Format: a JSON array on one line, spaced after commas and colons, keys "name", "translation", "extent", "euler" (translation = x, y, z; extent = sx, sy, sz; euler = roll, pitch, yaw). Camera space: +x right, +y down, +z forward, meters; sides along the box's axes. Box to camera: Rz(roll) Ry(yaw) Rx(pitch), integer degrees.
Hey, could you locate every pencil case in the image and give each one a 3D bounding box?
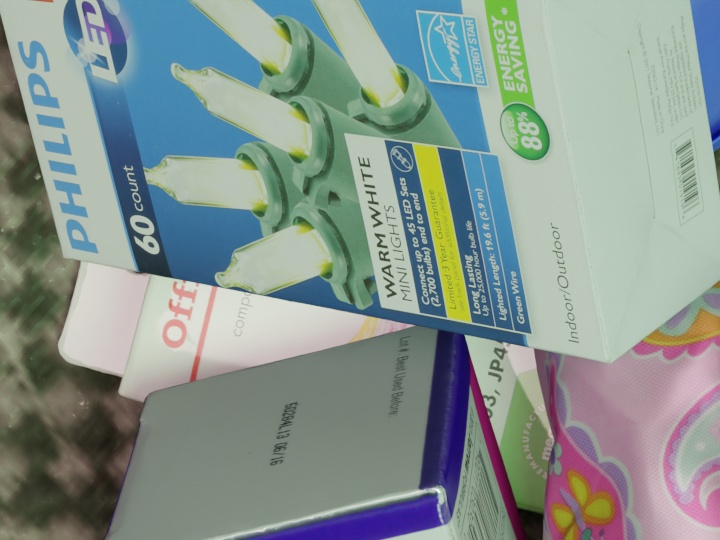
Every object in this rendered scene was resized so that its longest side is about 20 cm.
[{"name": "pencil case", "translation": [0.090, 0.089, 0.753], "extent": [0.087, 0.087, 0.201], "euler": [-6, 75, 12]}]

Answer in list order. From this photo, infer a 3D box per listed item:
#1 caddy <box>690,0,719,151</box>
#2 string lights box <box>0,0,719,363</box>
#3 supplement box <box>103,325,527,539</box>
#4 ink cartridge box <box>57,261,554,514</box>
[{"name": "caddy", "translation": [0.071, -0.111, 0.817], "extent": [0.141, 0.105, 0.200], "euler": [28, 64, 22]}, {"name": "string lights box", "translation": [-0.004, -0.046, 0.739], "extent": [0.200, 0.059, 0.103], "euler": [9, 122, 41]}, {"name": "supplement box", "translation": [0.007, 0.132, 0.797], "extent": [0.103, 0.101, 0.200], "euler": [-14, 114, 12]}, {"name": "ink cartridge box", "translation": [0.000, 0.000, 0.863], "extent": [0.200, 0.067, 0.117], "euler": [14, 91, 12]}]
